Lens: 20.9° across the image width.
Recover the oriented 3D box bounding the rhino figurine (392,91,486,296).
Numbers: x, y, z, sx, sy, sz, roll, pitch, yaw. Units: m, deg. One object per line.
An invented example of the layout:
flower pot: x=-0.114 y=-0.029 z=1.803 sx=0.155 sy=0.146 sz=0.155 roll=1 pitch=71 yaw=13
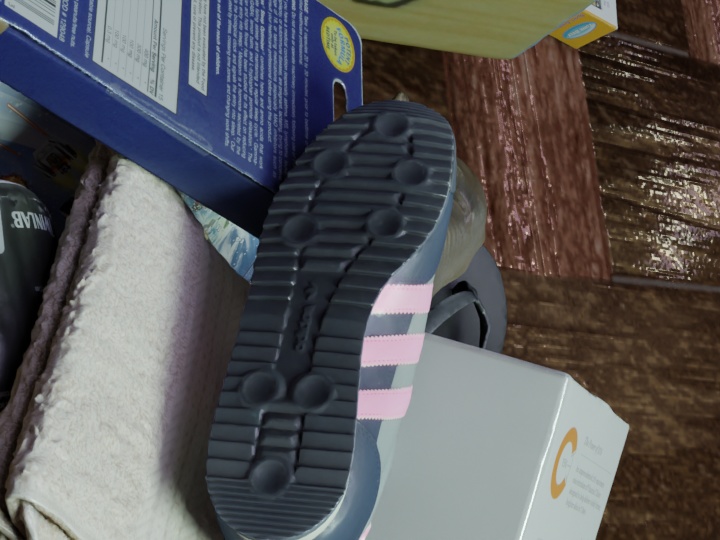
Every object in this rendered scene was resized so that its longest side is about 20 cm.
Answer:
rhino figurine: x=0.000 y=0.000 z=0.963 sx=0.087 sy=0.060 sz=0.200 roll=42 pitch=48 yaw=-5

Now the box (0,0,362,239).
box: x=-0.074 y=-0.093 z=0.771 sx=0.199 sy=0.032 sz=0.122 roll=31 pitch=44 yaw=-37

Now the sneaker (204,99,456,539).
sneaker: x=-0.009 y=0.029 z=0.747 sx=0.082 sy=0.070 sz=0.201 roll=78 pitch=28 yaw=-55

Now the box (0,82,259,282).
box: x=-0.115 y=-0.052 z=0.834 sx=0.200 sy=0.040 sz=0.137 roll=38 pitch=90 yaw=-30

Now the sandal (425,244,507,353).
sandal: x=0.033 y=0.057 z=0.996 sx=0.076 sy=0.043 sz=0.201 roll=51 pitch=45 yaw=-18

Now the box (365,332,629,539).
box: x=0.028 y=0.136 z=0.808 sx=0.202 sy=0.097 sz=0.124 roll=-72 pitch=158 yaw=-7

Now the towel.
towel: x=-0.076 y=0.054 z=0.728 sx=0.133 sy=0.034 sz=0.201 roll=54 pitch=30 yaw=-35

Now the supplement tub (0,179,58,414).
supplement tub: x=-0.155 y=0.077 z=0.734 sx=0.122 sy=0.122 sz=0.202 roll=-6 pitch=78 yaw=-47

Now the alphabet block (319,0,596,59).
alphabet block: x=0.034 y=-0.236 z=0.975 sx=0.198 sy=0.196 sz=0.197 roll=6 pitch=68 yaw=-29

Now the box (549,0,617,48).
box: x=0.091 y=-0.217 z=1.172 sx=0.199 sy=0.041 sz=0.120 roll=19 pitch=61 yaw=-38
